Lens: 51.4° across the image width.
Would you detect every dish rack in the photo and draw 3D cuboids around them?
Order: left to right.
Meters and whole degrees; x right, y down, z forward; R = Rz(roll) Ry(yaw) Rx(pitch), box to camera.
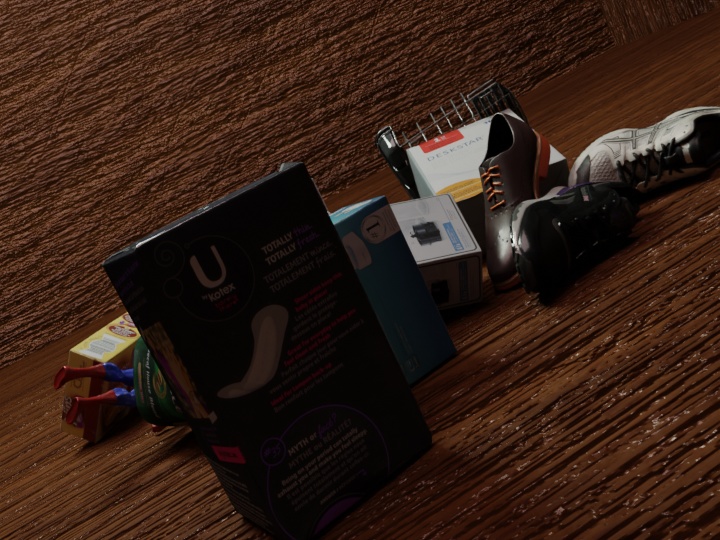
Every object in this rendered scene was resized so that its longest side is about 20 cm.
[{"bbox_3d":[0.138,-0.176,1.056,0.198,0.154,0.055,-32,42,11],"label":"dish rack"}]

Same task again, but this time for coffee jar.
[{"bbox_3d":[-0.140,0.098,0.710,0.084,0.106,0.199,-1,-6,-40],"label":"coffee jar"}]

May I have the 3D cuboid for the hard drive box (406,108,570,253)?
[{"bbox_3d":[0.156,-0.113,0.936,0.154,0.078,0.201,-22,29,1],"label":"hard drive box"}]

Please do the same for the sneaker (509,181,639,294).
[{"bbox_3d":[0.202,-0.044,0.686,0.087,0.077,0.200,-12,16,35],"label":"sneaker"}]

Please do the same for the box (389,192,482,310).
[{"bbox_3d":[0.011,-0.006,0.743,0.197,0.061,0.117,-11,37,-3],"label":"box"}]

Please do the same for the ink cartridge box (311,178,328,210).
[{"bbox_3d":[-0.151,-0.042,1.226,0.146,0.148,0.199,-29,-3,38],"label":"ink cartridge box"}]

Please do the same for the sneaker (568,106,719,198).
[{"bbox_3d":[0.313,-0.123,0.783,0.198,0.076,0.088,-28,10,-6],"label":"sneaker"}]

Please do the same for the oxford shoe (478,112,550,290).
[{"bbox_3d":[0.145,-0.074,0.767,0.071,0.072,0.202,-27,41,43],"label":"oxford shoe"}]

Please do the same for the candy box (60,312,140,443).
[{"bbox_3d":[-0.315,0.125,1.001,0.056,0.118,0.200,18,21,7],"label":"candy box"}]

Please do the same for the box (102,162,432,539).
[{"bbox_3d":[-0.060,0.052,0.488,0.121,0.202,0.106,-30,11,-27],"label":"box"}]

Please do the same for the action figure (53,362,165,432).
[{"bbox_3d":[-0.239,0.140,0.821,0.198,0.066,0.099,-1,-40,-47],"label":"action figure"}]

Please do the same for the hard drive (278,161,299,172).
[{"bbox_3d":[-0.092,-0.021,0.937,0.032,0.141,0.201,-2,41,13],"label":"hard drive"}]

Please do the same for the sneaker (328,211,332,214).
[{"bbox_3d":[0.000,0.000,0.859,0.199,0.070,0.081,27,78,34],"label":"sneaker"}]

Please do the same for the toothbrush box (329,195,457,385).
[{"bbox_3d":[-0.042,0.052,0.605,0.199,0.148,0.085,-32,11,-26],"label":"toothbrush box"}]
